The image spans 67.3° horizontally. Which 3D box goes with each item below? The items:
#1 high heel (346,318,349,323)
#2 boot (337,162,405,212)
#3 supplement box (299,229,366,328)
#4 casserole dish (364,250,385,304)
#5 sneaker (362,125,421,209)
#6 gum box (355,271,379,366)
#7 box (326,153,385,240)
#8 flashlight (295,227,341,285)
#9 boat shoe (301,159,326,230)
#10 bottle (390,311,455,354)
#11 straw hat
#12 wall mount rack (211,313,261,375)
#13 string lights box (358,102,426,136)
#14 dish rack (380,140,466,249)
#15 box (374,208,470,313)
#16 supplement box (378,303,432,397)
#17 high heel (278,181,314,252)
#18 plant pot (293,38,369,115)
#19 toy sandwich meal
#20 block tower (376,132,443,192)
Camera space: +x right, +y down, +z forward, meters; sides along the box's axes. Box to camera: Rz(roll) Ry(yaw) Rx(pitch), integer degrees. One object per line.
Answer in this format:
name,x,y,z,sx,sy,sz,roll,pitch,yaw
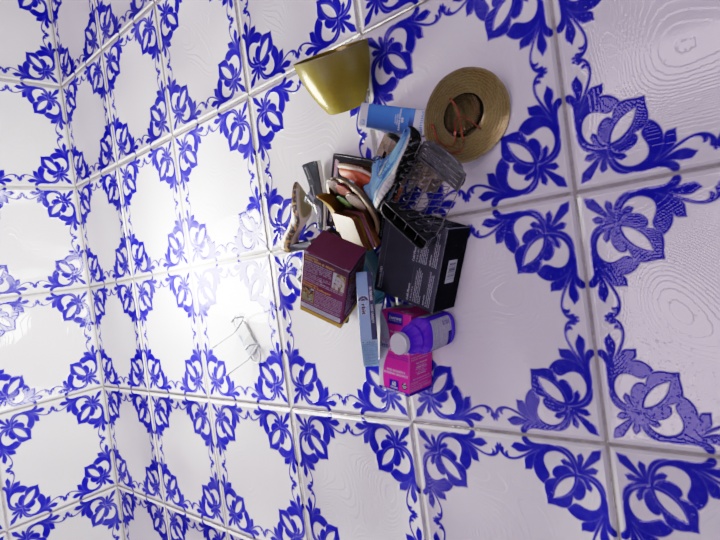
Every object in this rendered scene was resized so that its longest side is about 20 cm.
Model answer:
high heel,-0.063,0.051,1.472,0.144,0.070,0.201,59,164,25
boot,0.015,-0.207,1.345,0.198,0.074,0.109,28,116,31
supplement box,-0.072,0.023,1.356,0.129,0.104,0.202,24,134,14
casserole dish,0.000,0.000,1.469,0.121,0.038,0.202,-42,69,38
sneaker,0.062,-0.241,1.225,0.090,0.078,0.202,43,120,20
gum box,0.018,0.125,1.336,0.201,0.044,0.173,85,-179,-64
box,-0.001,-0.198,1.438,0.196,0.049,0.204,19,108,38
flashlight,-0.120,-0.039,1.559,0.068,0.067,0.200,54,132,11
boat shoe,-0.128,-0.208,1.521,0.073,0.060,0.205,117,148,-82
bottle,0.145,0.149,1.250,0.064,0.198,0.085,2,99,41
straw hat,0.221,-0.343,1.187,0.085,0.197,0.205,-100,25,-67
wall mount rack,-0.427,0.257,1.864,0.201,0.074,0.174,55,127,23
string lights box,0.102,-0.354,1.285,0.198,0.102,0.060,20,108,38
dish rack,0.138,-0.168,1.167,0.153,0.054,0.202,44,128,28
box,0.144,-0.028,1.291,0.180,0.103,0.204,22,109,37
supplement box,0.114,0.196,1.351,0.100,0.102,0.205,7,99,42
high heel,-0.209,-0.153,1.601,0.140,0.071,0.204,-4,102,36
plant pot,-0.055,-0.483,1.374,0.197,0.200,0.144,4,124,41
toy sandwich meal,-0.030,-0.136,1.341,0.205,0.070,0.206,41,160,18
block tower,0.121,-0.262,1.314,0.200,0.053,0.058,43,123,30
